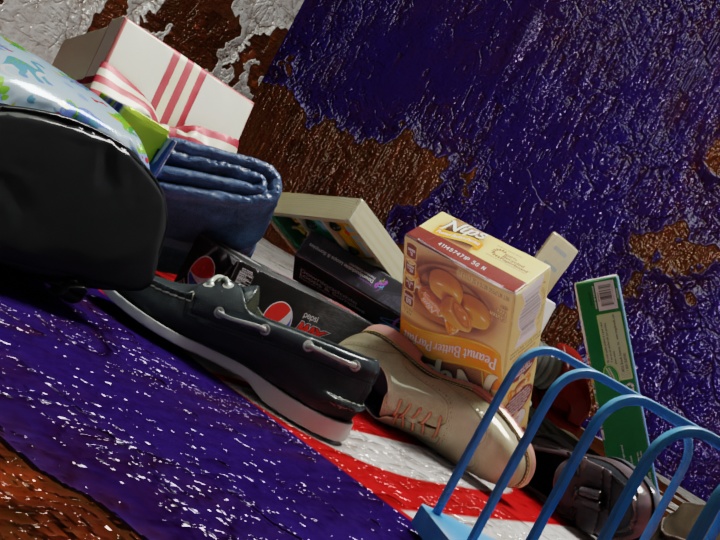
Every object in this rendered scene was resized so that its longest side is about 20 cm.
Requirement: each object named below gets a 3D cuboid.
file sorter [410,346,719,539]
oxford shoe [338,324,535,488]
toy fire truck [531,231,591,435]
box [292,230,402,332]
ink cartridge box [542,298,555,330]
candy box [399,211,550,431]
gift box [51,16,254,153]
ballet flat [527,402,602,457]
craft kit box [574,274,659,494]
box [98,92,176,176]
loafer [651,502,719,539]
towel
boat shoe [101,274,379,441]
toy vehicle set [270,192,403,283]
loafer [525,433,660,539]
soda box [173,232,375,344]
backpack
[{"bbox_3d":[0.135,0.130,0.457,0.138,0.124,0.200,28,2,-17],"label":"file sorter"},{"bbox_3d":[0.052,0.120,0.822,0.199,0.072,0.073,32,28,31],"label":"oxford shoe"},{"bbox_3d":[0.186,0.081,1.077,0.175,0.200,0.129,29,33,-17],"label":"toy fire truck"},{"bbox_3d":[-0.004,0.047,1.019,0.142,0.036,0.200,30,-22,7],"label":"box"},{"bbox_3d":[0.129,0.067,1.207,0.127,0.202,0.125,29,1,-17],"label":"ink cartridge box"},{"bbox_3d":[0.091,0.065,0.857,0.115,0.202,0.055,30,44,34],"label":"candy box"},{"bbox_3d":[-0.229,-0.118,1.004,0.183,0.203,0.186,24,-12,-36],"label":"gift box"},{"bbox_3d":[0.172,0.171,1.018,0.199,0.068,0.068,37,28,1],"label":"ballet flat"},{"bbox_3d":[0.250,0.106,0.971,0.048,0.203,0.197,-11,-4,17],"label":"craft kit box"},{"bbox_3d":[-0.208,-0.073,0.787,0.047,0.123,0.200,32,0,-23],"label":"box"},{"bbox_3d":[0.304,0.247,0.925,0.072,0.072,0.200,29,1,13],"label":"loafer"},{"bbox_3d":[-0.138,-0.041,0.866,0.110,0.049,0.200,11,-24,-14],"label":"towel"},{"bbox_3d":[-0.080,0.038,0.665,0.198,0.061,0.076,30,1,2],"label":"boat shoe"},{"bbox_3d":[0.000,0.000,1.000,0.123,0.027,0.200,8,-33,44],"label":"toy vehicle set"},{"bbox_3d":[0.182,0.190,0.878,0.062,0.073,0.200,8,2,-20],"label":"loafer"},{"bbox_3d":[-0.069,0.040,0.871,0.070,0.064,0.199,30,0,43],"label":"soda box"},{"bbox_3d":[-0.225,-0.077,0.608,0.162,0.156,0.199,19,-5,-43],"label":"backpack"}]
